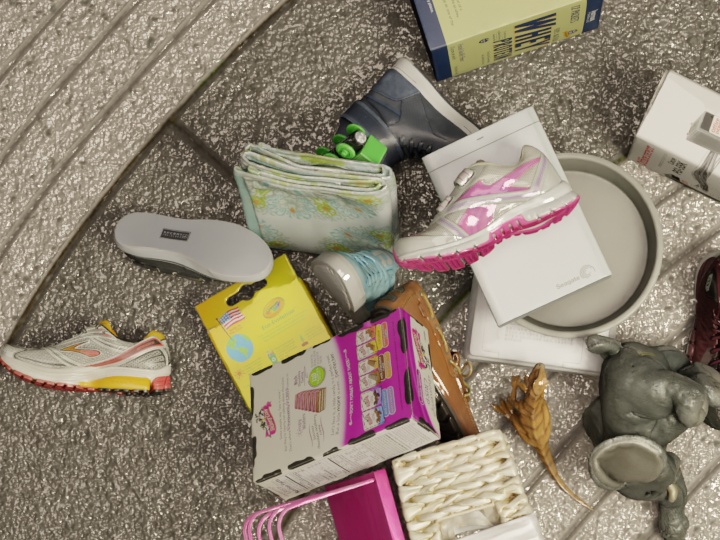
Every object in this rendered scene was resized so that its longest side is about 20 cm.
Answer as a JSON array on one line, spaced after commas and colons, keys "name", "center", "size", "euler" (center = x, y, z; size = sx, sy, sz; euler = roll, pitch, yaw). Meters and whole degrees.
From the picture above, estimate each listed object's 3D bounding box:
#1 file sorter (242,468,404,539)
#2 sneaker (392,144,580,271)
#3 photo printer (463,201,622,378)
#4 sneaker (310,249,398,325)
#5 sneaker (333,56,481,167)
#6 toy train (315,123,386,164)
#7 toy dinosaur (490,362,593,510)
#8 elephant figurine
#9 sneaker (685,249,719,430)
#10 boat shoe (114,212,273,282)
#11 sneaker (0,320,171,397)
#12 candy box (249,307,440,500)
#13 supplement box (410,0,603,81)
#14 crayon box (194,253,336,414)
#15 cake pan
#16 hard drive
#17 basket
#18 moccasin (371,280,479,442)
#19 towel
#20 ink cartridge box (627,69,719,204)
[{"name": "file sorter", "center": [-0.039, 0.301, 1.436], "size": [0.125, 0.200, 0.140], "euler": [-14, 81, -19]}, {"name": "sneaker", "center": [0.120, -0.064, 1.414], "size": [0.199, 0.081, 0.088], "euler": [-24, 78, -3]}, {"name": "photo printer", "center": [0.208, 0.011, 1.526], "size": [0.166, 0.069, 0.201], "euler": [6, 83, 8]}, {"name": "sneaker", "center": [0.000, 0.000, 1.486], "size": [0.082, 0.200, 0.074], "euler": [-44, 81, -5]}, {"name": "sneaker", "center": [0.061, -0.127, 1.548], "size": [0.146, 0.077, 0.202], "euler": [-40, 71, -11]}, {"name": "toy train", "center": [-0.037, -0.106, 1.520], "size": [0.056, 0.200, 0.042], "euler": [36, 59, -15]}, {"name": "toy dinosaur", "center": [0.191, 0.176, 1.503], "size": [0.060, 0.200, 0.106], "euler": [-24, 38, -3]}, {"name": "elephant figurine", "center": [0.296, 0.185, 1.460], "size": [0.155, 0.141, 0.201], "euler": [36, 114, 32]}, {"name": "sneaker", "center": [0.392, 0.072, 1.476], "size": [0.075, 0.116, 0.201], "euler": [-2, 83, 6]}, {"name": "boat shoe", "center": [-0.186, -0.020, 1.563], "size": [0.199, 0.057, 0.069], "euler": [14, 60, 20]}, {"name": "sneaker", "center": [-0.316, 0.099, 1.576], "size": [0.199, 0.078, 0.083], "euler": [4, 79, -3]}, {"name": "candy box", "center": [-0.020, 0.141, 1.429], "size": [0.199, 0.061, 0.137], "euler": [-24, 49, 24]}, {"name": "supplement box", "center": [0.147, -0.350, 1.544], "size": [0.199, 0.134, 0.201], "euler": [-18, 82, 4]}, {"name": "crayon box", "center": [-0.086, 0.098, 1.557], "size": [0.127, 0.051, 0.200], "euler": [-29, 82, 2]}, {"name": "cake pan", "center": [0.224, -0.025, 1.474], "size": [0.199, 0.037, 0.201], "euler": [-1, 82, 8]}, {"name": "hard drive", "center": [0.165, -0.057, 1.454], "size": [0.132, 0.027, 0.201], "euler": [-25, 80, 5]}, {"name": "basket", "center": [0.113, 0.247, 1.446], "size": [0.135, 0.200, 0.124], "euler": [-17, 77, 3]}, {"name": "moccasin", "center": [0.083, 0.107, 1.513], "size": [0.078, 0.074, 0.202], "euler": [-35, 102, -32]}, {"name": "towel", "center": [-0.044, -0.067, 1.500], "size": [0.170, 0.200, 0.048], "euler": [11, 67, 8]}, {"name": "ink cartridge box", "center": [0.398, -0.125, 1.484], "size": [0.199, 0.147, 0.083], "euler": [28, 89, 10]}]
